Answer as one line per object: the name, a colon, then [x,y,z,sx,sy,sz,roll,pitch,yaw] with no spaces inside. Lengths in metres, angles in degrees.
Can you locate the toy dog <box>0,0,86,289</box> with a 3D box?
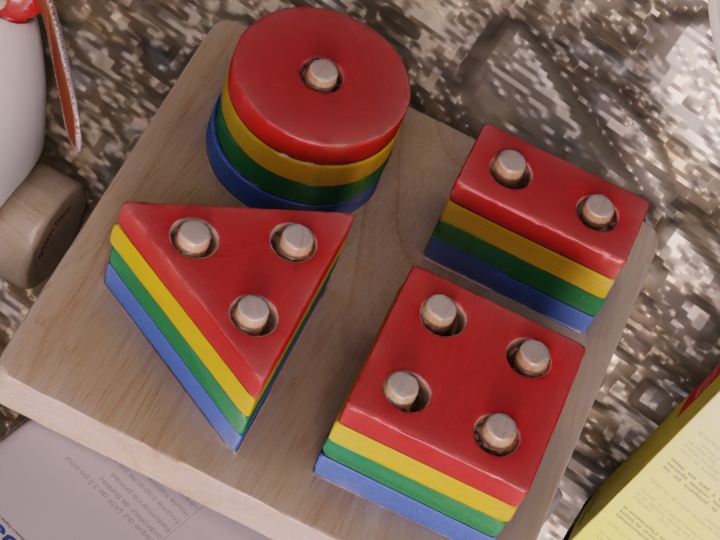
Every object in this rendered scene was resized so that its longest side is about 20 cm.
toy dog: [-0.155,-0.066,0.913,0.132,0.096,0.200,11,130,18]

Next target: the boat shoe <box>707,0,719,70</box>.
boat shoe: [0.194,-0.065,0.940,0.062,0.073,0.200,-17,87,-36]

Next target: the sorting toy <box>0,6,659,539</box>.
sorting toy: [0.000,0.000,0.888,0.199,0.200,0.070,26,141,2]

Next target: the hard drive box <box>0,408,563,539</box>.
hard drive box: [-0.050,0.102,0.893,0.156,0.200,0.077,43,143,12]

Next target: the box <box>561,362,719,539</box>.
box: [0.160,0.063,0.912,0.075,0.050,0.200,38,126,0]
